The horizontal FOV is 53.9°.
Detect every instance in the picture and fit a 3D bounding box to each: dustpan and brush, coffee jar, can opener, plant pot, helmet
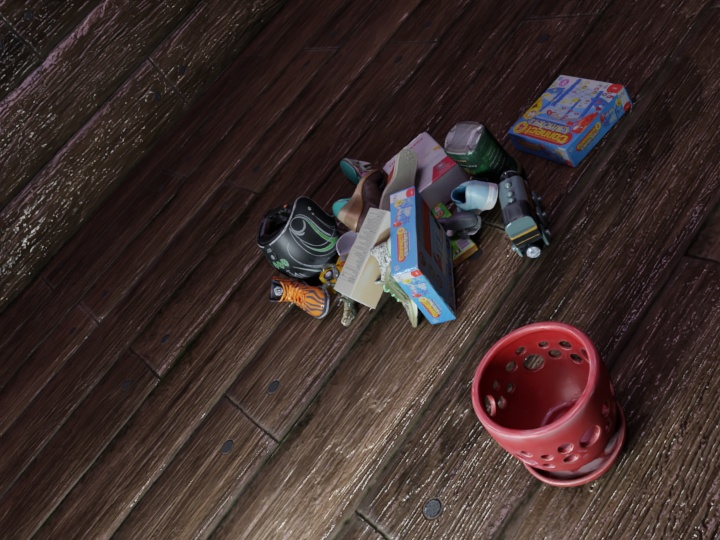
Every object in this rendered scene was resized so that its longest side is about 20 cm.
[{"bbox_3d":[0.002,-0.093,1.765,0.137,0.058,0.200,-17,8,0],"label":"dustpan and brush"},{"bbox_3d":[0.275,-0.237,1.544,0.104,0.199,0.086,17,78,50],"label":"coffee jar"},{"bbox_3d":[0.174,-0.105,1.571,0.197,0.067,0.054,-1,50,35],"label":"can opener"},{"bbox_3d":[0.294,0.207,1.073,0.198,0.183,0.202,-25,39,22],"label":"plant pot"},{"bbox_3d":[-0.147,-0.077,1.788,0.199,0.190,0.202,-32,38,30],"label":"helmet"}]

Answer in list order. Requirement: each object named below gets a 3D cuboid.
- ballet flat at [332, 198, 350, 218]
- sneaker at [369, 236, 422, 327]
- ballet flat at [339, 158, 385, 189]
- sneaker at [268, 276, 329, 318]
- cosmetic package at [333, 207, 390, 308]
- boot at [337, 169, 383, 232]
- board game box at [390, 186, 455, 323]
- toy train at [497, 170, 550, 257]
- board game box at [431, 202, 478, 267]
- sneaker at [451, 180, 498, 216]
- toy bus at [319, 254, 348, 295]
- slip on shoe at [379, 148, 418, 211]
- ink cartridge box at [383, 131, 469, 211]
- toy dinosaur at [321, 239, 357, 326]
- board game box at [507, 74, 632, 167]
[{"bbox_3d":[0.028,-0.160,1.803,0.196,0.069,0.070,1,7,14],"label":"ballet flat"},{"bbox_3d":[0.075,0.025,1.481,0.087,0.203,0.077,-15,7,23],"label":"sneaker"},{"bbox_3d":[0.012,-0.263,1.949,0.070,0.070,0.200,-27,38,-11],"label":"ballet flat"},{"bbox_3d":[-0.158,0.065,1.705,0.199,0.111,0.079,15,95,57],"label":"sneaker"},{"bbox_3d":[0.027,-0.029,1.542,0.202,0.070,0.105,-65,25,0],"label":"cosmetic package"},{"bbox_3d":[0.056,-0.149,1.708,0.164,0.073,0.201,25,54,13],"label":"boot"},{"bbox_3d":[0.127,-0.029,1.430,0.055,0.196,0.203,-16,51,23],"label":"board game box"},{"bbox_3d":[0.328,-0.119,1.442,0.084,0.114,0.202,-23,39,23],"label":"toy train"},{"bbox_3d":[0.186,-0.077,1.610,0.095,0.030,0.201,-36,38,7],"label":"board game box"},{"bbox_3d":[0.231,-0.162,1.539,0.200,0.081,0.075,142,140,-78],"label":"sneaker"},{"bbox_3d":[0.000,0.000,1.674,0.198,0.065,0.079,-10,46,37],"label":"toy bus"},{"bbox_3d":[0.088,-0.189,1.660,0.061,0.073,0.203,130,158,-66],"label":"slip on shoe"},{"bbox_3d":[0.161,-0.235,1.749,0.147,0.086,0.201,-39,35,7],"label":"ink cartridge box"},{"bbox_3d":[-0.045,0.021,1.617,0.087,0.204,0.047,6,11,9],"label":"toy dinosaur"},{"bbox_3d":[0.466,-0.341,1.594,0.196,0.056,0.200,-47,35,-7],"label":"board game box"}]
